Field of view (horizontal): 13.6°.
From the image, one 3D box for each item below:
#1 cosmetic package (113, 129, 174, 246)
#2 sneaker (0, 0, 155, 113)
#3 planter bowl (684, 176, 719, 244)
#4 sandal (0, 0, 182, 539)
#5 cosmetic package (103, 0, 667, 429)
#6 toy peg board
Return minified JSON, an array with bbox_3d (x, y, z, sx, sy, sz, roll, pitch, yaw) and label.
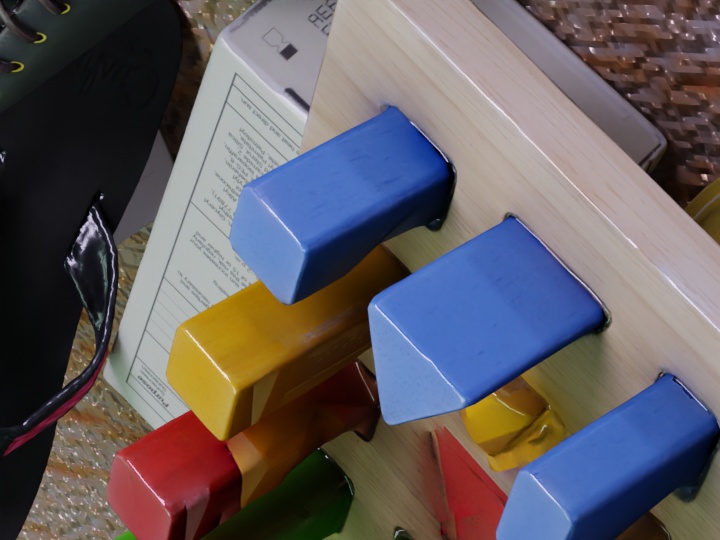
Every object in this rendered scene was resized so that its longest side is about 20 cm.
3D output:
[{"bbox_3d":[-0.146,-0.081,0.906,0.081,0.113,0.201,24,146,48],"label":"cosmetic package"},{"bbox_3d":[-0.075,-0.084,0.727,0.075,0.106,0.200,50,180,5],"label":"sneaker"},{"bbox_3d":[0.124,0.077,0.732,0.200,0.083,0.201,32,141,30],"label":"planter bowl"},{"bbox_3d":[-0.102,0.007,0.888,0.075,0.201,0.045,16,-172,-37],"label":"sandal"},{"bbox_3d":[0.000,0.000,0.843,0.103,0.073,0.200,43,152,9],"label":"cosmetic package"},{"bbox_3d":[0.020,0.072,0.695,0.200,0.098,0.200,46,146,22],"label":"toy peg board"}]
